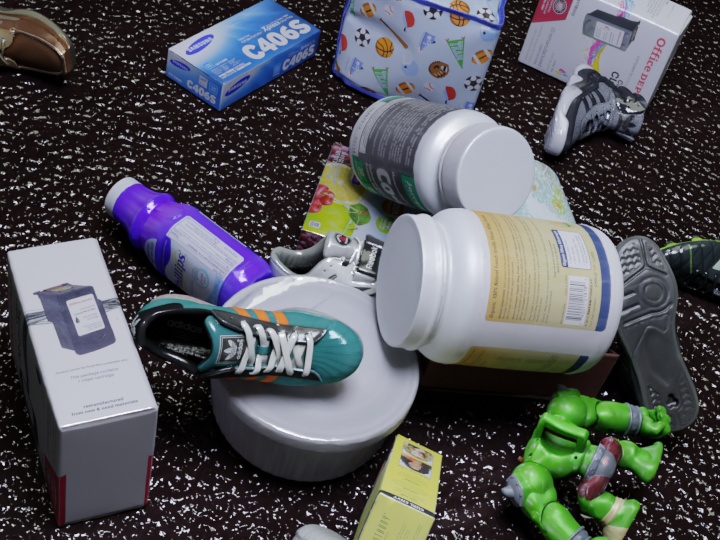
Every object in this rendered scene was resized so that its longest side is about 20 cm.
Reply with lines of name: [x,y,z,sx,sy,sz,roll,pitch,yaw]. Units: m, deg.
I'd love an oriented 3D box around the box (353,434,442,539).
box: [0.030,0.199,0.943,0.050,0.076,0.200,24,5,3]

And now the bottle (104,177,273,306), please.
bottle: [-0.180,-0.024,1.168,0.200,0.084,0.065,37,54,18]

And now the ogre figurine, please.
ogre figurine: [0.213,0.185,1.068,0.120,0.098,0.200,30,72,9]

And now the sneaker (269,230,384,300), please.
sneaker: [0.000,0.000,1.141,0.199,0.089,0.074,-7,39,12]

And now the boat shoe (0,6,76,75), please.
boat shoe: [-0.436,-0.275,1.356,0.199,0.076,0.074,22,48,17]

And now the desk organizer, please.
desk organizer: [0.159,0.081,1.174,0.199,0.077,0.072,6,45,-12]

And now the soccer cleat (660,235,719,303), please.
soccer cleat: [0.434,0.009,1.346,0.199,0.068,0.081,5,58,-13]

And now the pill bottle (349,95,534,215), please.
pill bottle: [0.082,-0.114,1.165,0.113,0.114,0.200,-12,19,-27]

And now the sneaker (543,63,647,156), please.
sneaker: [0.318,-0.204,1.510,0.113,0.076,0.200,22,41,9]

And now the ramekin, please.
ramekin: [-0.051,0.107,1.070,0.201,0.094,0.203,9,45,-9]

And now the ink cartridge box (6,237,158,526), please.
ink cartridge box: [-0.247,0.093,0.985,0.084,0.145,0.200,-10,49,-24]

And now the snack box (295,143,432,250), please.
snack box: [0.040,-0.046,1.271,0.199,0.068,0.169,18,42,-2]

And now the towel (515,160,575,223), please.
towel: [0.182,-0.063,1.281,0.199,0.048,0.172,16,51,-41]

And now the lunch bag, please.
lunch bag: [0.072,-0.306,1.468,0.199,0.171,0.124,15,40,-1]

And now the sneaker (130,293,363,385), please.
sneaker: [-0.097,0.066,0.959,0.199,0.072,0.080,7,9,1]

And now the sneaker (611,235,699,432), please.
sneaker: [0.292,0.062,1.181,0.076,0.200,0.114,-17,6,-3]

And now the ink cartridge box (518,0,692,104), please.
ink cartridge box: [0.343,-0.330,1.594,0.199,0.148,0.086,28,45,12]

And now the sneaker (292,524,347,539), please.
sneaker: [0.026,0.275,0.957,0.199,0.073,0.072,21,3,-11]

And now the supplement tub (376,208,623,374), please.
supplement tub: [0.127,0.019,1.055,0.199,0.145,0.145,7,44,-18]

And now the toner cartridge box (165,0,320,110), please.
toner cartridge box: [-0.150,-0.284,1.469,0.095,0.043,0.200,33,46,18]
